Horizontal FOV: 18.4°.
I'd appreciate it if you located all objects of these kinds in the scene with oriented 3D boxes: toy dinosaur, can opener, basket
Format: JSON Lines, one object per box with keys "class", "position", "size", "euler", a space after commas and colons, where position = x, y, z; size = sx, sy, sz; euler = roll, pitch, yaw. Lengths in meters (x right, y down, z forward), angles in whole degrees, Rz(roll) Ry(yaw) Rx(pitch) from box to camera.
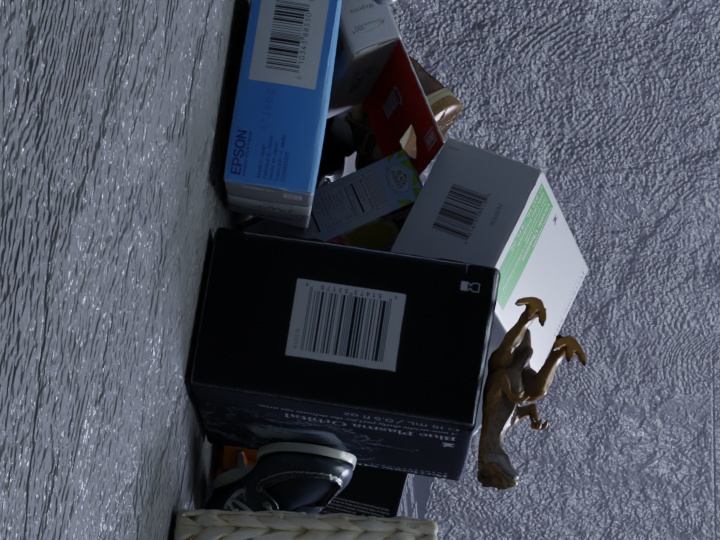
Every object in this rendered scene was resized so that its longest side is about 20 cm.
{"class": "toy dinosaur", "position": [0.105, 0.065, 1.514], "size": [0.106, 0.060, 0.200], "euler": [-53, -172, 35]}
{"class": "can opener", "position": [-0.044, -0.120, 1.856], "size": [0.200, 0.079, 0.063], "euler": [-55, 162, -65]}
{"class": "basket", "position": [-0.038, 0.238, 1.541], "size": [0.136, 0.200, 0.124], "euler": [90, 4, -73]}

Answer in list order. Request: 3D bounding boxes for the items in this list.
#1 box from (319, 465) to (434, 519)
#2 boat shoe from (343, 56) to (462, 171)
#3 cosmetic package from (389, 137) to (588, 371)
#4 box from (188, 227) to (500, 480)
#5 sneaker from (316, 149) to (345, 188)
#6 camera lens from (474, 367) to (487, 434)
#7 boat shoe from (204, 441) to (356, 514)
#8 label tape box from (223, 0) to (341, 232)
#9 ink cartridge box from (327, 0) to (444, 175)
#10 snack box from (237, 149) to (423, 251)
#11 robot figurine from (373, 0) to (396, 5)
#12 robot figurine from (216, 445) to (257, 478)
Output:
{"class": "box", "position": [0.007, 0.191, 1.805], "size": [0.200, 0.079, 0.141], "euler": [84, 23, -65]}
{"class": "boat shoe", "position": [0.026, -0.122, 1.832], "size": [0.072, 0.072, 0.200], "euler": [-35, 174, -16]}
{"class": "cosmetic package", "position": [0.100, -0.006, 1.681], "size": [0.108, 0.085, 0.200], "euler": [-64, 156, -12]}
{"class": "box", "position": [-0.010, 0.063, 1.573], "size": [0.200, 0.196, 0.118], "euler": [90, 9, -74]}
{"class": "sneaker", "position": [-0.057, -0.030, 1.884], "size": [0.200, 0.060, 0.104], "euler": [-78, 180, -57]}
{"class": "camera lens", "position": [0.017, 0.073, 2.018], "size": [0.200, 0.160, 0.160], "euler": [24, -71, 58]}
{"class": "boat shoe", "position": [-0.065, 0.172, 1.638], "size": [0.200, 0.075, 0.062], "euler": [-27, -136, 56]}
{"class": "label tape box", "position": [-0.055, -0.111, 1.553], "size": [0.200, 0.066, 0.143], "euler": [125, -27, -82]}
{"class": "ink cartridge box", "position": [-0.002, -0.148, 1.690], "size": [0.200, 0.044, 0.174], "euler": [128, -58, -77]}
{"class": "snack box", "position": [0.000, 0.000, 1.734], "size": [0.200, 0.142, 0.053], "euler": [65, 2, -60]}
{"class": "robot figurine", "position": [0.002, -0.275, 1.511], "size": [0.170, 0.113, 0.200], "euler": [-40, 143, -15]}
{"class": "robot figurine", "position": [-0.083, 0.154, 1.799], "size": [0.200, 0.058, 0.145], "euler": [95, 7, -51]}
